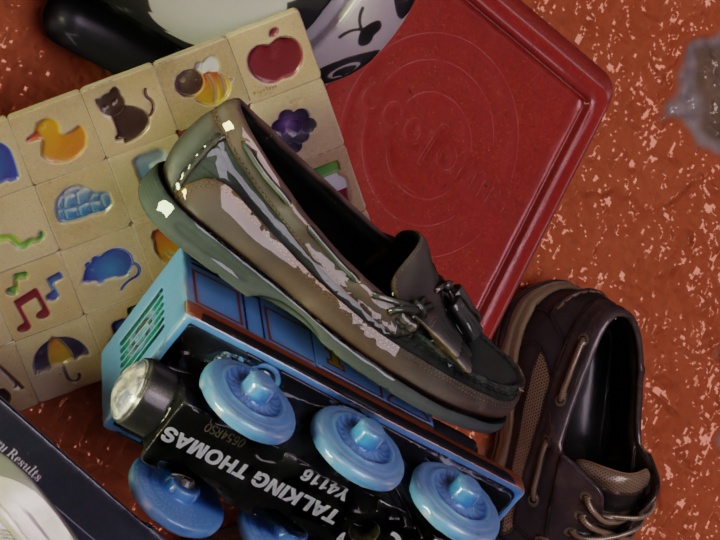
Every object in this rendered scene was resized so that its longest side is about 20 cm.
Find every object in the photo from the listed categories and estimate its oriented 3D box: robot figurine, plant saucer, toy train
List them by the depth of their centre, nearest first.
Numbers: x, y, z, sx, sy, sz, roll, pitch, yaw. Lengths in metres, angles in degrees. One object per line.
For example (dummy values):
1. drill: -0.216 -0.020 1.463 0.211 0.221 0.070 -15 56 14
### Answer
1. toy train: -0.021 0.076 1.193 0.200 0.114 0.087 27 118 -22
2. robot figurine: -0.063 -0.159 1.207 0.200 0.150 0.125 29 62 -33
3. plant saucer: 0.028 -0.061 1.334 0.199 0.037 0.201 36 73 -31

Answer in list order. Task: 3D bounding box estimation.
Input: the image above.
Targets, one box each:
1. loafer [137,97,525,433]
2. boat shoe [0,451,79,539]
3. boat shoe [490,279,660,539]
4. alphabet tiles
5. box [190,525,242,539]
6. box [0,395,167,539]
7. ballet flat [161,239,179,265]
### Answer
1. loafer: 0.000 0.000 1.186 0.200 0.072 0.063 33 109 -22
2. boat shoe: -0.118 0.164 1.105 0.065 0.074 0.202 -38 111 -20
3. boat shoe: 0.107 0.107 1.379 0.074 0.073 0.201 -7 98 -34
4. alphabet tiles: -0.095 -0.007 1.207 0.199 0.008 0.168 -20 117 -2
5. box: -0.061 0.227 1.289 0.158 0.048 0.201 -16 103 -33
6. box: -0.204 0.146 1.148 0.148 0.107 0.200 45 70 -29
7. ballet flat: -0.030 0.032 1.276 0.200 0.071 0.071 43 71 -28
